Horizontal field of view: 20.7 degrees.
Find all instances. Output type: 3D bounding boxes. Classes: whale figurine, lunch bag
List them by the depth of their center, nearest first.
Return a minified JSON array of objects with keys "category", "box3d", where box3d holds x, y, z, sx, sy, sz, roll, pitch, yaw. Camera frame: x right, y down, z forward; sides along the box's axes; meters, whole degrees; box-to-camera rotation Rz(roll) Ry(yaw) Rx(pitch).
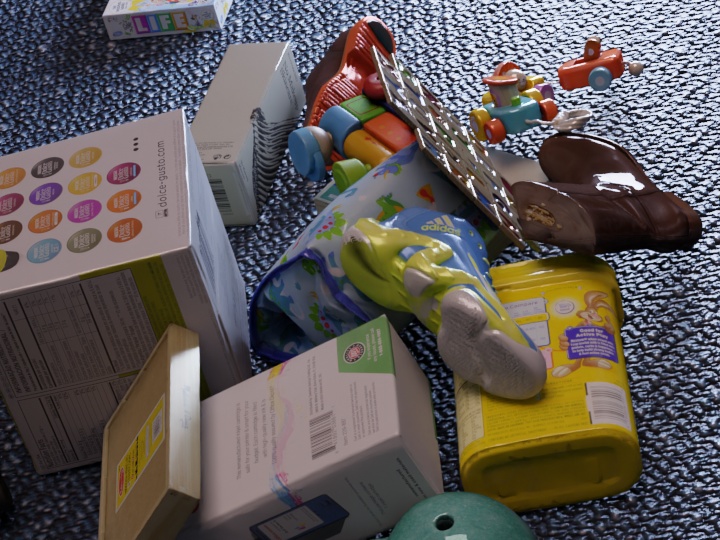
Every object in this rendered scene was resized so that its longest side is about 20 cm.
[{"category":"whale figurine","box3d":[0.038,0.233,1.404,0.199,0.104,0.159,-27,40,-17]},{"category":"lunch bag","box3d":[0.000,0.000,1.674,0.170,0.128,0.200,-42,7,-28]}]

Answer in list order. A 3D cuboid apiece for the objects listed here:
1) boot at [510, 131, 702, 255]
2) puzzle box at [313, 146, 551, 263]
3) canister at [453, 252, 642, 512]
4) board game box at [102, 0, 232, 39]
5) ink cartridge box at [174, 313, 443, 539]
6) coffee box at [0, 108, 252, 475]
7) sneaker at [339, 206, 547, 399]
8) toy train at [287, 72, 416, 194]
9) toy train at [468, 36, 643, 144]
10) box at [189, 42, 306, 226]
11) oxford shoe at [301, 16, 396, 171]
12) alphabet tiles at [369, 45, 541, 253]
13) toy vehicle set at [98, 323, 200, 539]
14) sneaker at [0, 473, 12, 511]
[{"category":"boot","box3d":[0.173,-0.067,1.667,0.186,0.065,0.199,31,23,35]},{"category":"puzzle box","box3d":[0.071,-0.072,1.829,0.199,0.026,0.133,20,51,37]},{"category":"canister","box3d":[0.143,0.089,1.560,0.148,0.087,0.201,-10,40,8]},{"category":"board game box","box3d":[-0.203,-0.338,2.241,0.134,0.034,0.201,-4,40,16]},{"category":"ink cartridge box","box3d":[-0.044,0.144,1.522,0.199,0.088,0.146,-24,36,13]},{"category":"coffee box","box3d":[-0.213,0.019,1.678,0.197,0.201,0.200,-14,38,4]},{"category":"sneaker","box3d":[0.084,0.012,1.528,0.200,0.076,0.105,40,49,18]},{"category":"toy train","box3d":[0.028,-0.095,1.773,0.115,0.085,0.200,-25,39,-22]},{"category":"toy train","box3d":[0.178,-0.177,1.852,0.149,0.056,0.200,-11,16,23]},{"category":"box","box3d":[-0.116,-0.135,1.928,0.068,0.082,0.201,-1,42,19]},{"category":"oxford shoe","box3d":[-0.024,-0.166,1.960,0.072,0.071,0.201,-23,31,41]},{"category":"alphabet tiles","box3d":[0.080,-0.101,1.645,0.006,0.200,0.167,-39,30,15]},{"category":"toy vehicle set","box3d":[-0.164,0.149,1.530,0.026,0.124,0.200,23,31,-20]},{"category":"sneaker","box3d":[-0.368,0.162,1.676,0.104,0.060,0.200,-24,34,-11]}]
